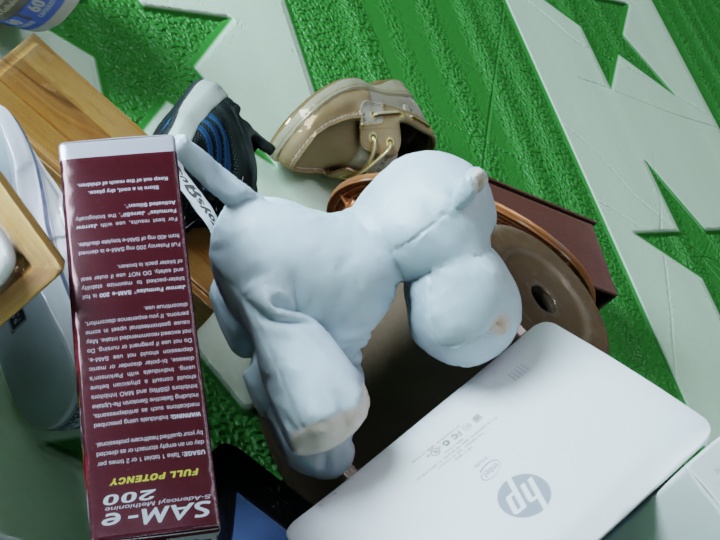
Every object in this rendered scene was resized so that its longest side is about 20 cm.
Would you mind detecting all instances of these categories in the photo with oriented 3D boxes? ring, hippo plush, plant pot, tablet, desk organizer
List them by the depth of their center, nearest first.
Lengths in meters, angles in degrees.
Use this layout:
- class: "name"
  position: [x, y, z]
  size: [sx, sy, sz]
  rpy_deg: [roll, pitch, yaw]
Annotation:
- class: "tablet"
  position: [0.072, 0.110, 0.782]
  size: [0.199, 0.014, 0.130]
  rpy_deg: [-37, 45, -21]
- class: "hippo plush"
  position: [0.000, 0.000, 0.843]
  size: [0.159, 0.160, 0.202]
  rpy_deg: [163, -96, -79]
- class: "plant pot"
  position: [0.060, 0.065, 0.951]
  size: [0.199, 0.175, 0.201]
  rpy_deg: [31, 34, -24]
- class: "ring"
  position: [0.066, -0.003, 1.038]
  size: [0.200, 0.200, 0.019]
  rpy_deg: [33, 67, -21]
- class: "desk organizer"
  position: [0.110, -0.017, 1.198]
  size: [0.199, 0.072, 0.078]
  rpy_deg: [18, 44, -38]

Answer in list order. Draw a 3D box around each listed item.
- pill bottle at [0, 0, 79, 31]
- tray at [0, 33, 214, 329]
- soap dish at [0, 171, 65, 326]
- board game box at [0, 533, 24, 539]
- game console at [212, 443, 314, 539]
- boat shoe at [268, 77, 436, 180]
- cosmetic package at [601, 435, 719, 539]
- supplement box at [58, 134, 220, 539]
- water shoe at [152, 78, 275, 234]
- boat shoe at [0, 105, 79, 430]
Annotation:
- class: "pill bottle"
  position: [-0.271, -0.227, 0.934]
  size: [0.199, 0.114, 0.115]
  rpy_deg: [11, 46, -43]
- class: "tray"
  position: [-0.159, -0.056, 0.953]
  size: [0.200, 0.037, 0.099]
  rpy_deg: [41, 32, -9]
- class: "soap dish"
  position: [-0.247, -0.030, 0.716]
  size: [0.201, 0.157, 0.081]
  rpy_deg: [52, 11, 8]
- class: "board game box"
  position: [-0.120, 0.228, 0.696]
  size: [0.199, 0.026, 0.201]
  rpy_deg: [23, 39, -33]
- class: "game console"
  position: [0.009, 0.168, 0.788]
  size: [0.172, 0.119, 0.201]
  rpy_deg: [41, 21, -21]
- class: "boat shoe"
  position: [0.003, -0.102, 1.160]
  size: [0.069, 0.074, 0.200]
  rpy_deg: [47, 30, 12]
- class: "cosmetic package"
  position: [0.176, 0.168, 0.832]
  size: [0.107, 0.200, 0.085]
  rpy_deg: [-25, 69, -44]
- class: "supplement box"
  position: [-0.109, 0.048, 0.733]
  size: [0.060, 0.109, 0.202]
  rpy_deg: [-6, 64, -10]
- class: "water shoe"
  position: [-0.096, -0.055, 0.917]
  size: [0.079, 0.072, 0.201]
  rpy_deg: [37, 29, -12]
- class: "boat shoe"
  position: [-0.181, -0.003, 0.847]
  size: [0.065, 0.073, 0.202]
  rpy_deg: [5, 61, -53]
